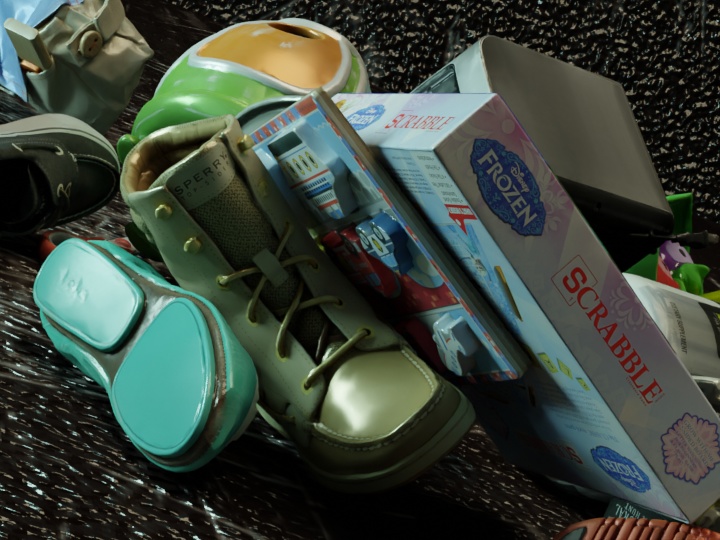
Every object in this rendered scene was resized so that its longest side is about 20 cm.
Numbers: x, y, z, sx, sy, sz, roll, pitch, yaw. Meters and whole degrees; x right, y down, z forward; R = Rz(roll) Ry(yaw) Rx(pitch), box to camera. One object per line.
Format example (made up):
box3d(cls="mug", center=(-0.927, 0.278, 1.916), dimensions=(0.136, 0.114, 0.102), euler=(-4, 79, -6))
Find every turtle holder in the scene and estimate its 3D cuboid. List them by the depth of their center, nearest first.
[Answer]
box3d(cls="turtle holder", center=(-0.044, -0.055, 1.505), dimensions=(0.140, 0.132, 0.186), euler=(0, -45, 39))

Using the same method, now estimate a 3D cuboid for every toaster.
box3d(cls="toaster", center=(0.081, -0.039, 1.655), dimensions=(0.199, 0.180, 0.119), euler=(14, 51, -44))

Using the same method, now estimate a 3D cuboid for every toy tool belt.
box3d(cls="toy tool belt", center=(-0.247, -0.178, 1.915), dimensions=(0.123, 0.126, 0.200), euler=(26, 3, -44))

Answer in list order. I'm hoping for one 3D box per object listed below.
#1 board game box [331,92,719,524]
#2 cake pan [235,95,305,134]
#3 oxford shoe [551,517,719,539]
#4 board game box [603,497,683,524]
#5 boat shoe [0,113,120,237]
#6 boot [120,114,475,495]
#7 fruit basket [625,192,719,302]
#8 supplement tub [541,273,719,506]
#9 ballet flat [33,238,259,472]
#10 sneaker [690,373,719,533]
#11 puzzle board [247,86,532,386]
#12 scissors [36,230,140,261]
box3d(cls="board game box", center=(0.064, 0.011, 1.192), dimensions=(0.200, 0.041, 0.200), euler=(55, -14, -15))
box3d(cls="cake pan", center=(0.000, 0.000, 1.367), dimensions=(0.199, 0.037, 0.201), euler=(26, -35, 20))
box3d(cls="oxford shoe", center=(0.167, 0.165, 1.127), dimensions=(0.199, 0.071, 0.073), euler=(22, -22, 23))
box3d(cls="board game box", center=(0.218, 0.166, 1.314), dimensions=(0.134, 0.028, 0.200), euler=(20, 8, -24))
box3d(cls="boat shoe", center=(-0.190, -0.044, 1.441), dimensions=(0.056, 0.069, 0.199), euler=(36, 19, 28))
box3d(cls="boot", center=(-0.034, 0.011, 1.212), dimensions=(0.156, 0.073, 0.200), euler=(59, -11, -23))
box3d(cls="fruit basket", center=(0.226, 0.027, 1.870), dimensions=(0.214, 0.157, 0.216), euler=(5, 5, 0))
box3d(cls="supplement tub", center=(0.197, 0.082, 1.458), dimensions=(0.199, 0.123, 0.122), euler=(17, 10, -32))
box3d(cls="ballet flat", center=(-0.081, 0.041, 1.186), dimensions=(0.070, 0.068, 0.200), euler=(33, 4, -33))
box3d(cls="sneaker", center=(0.210, 0.112, 1.338), dimensions=(0.199, 0.075, 0.085), euler=(30, 0, -14))
box3d(cls="puzzle board", center=(0.001, -0.006, 1.229), dimensions=(0.151, 0.017, 0.200), euler=(52, -14, -5))
box3d(cls="scissors", center=(-0.145, -0.015, 1.530), dimensions=(0.073, 0.014, 0.200), euler=(21, 10, -6))
